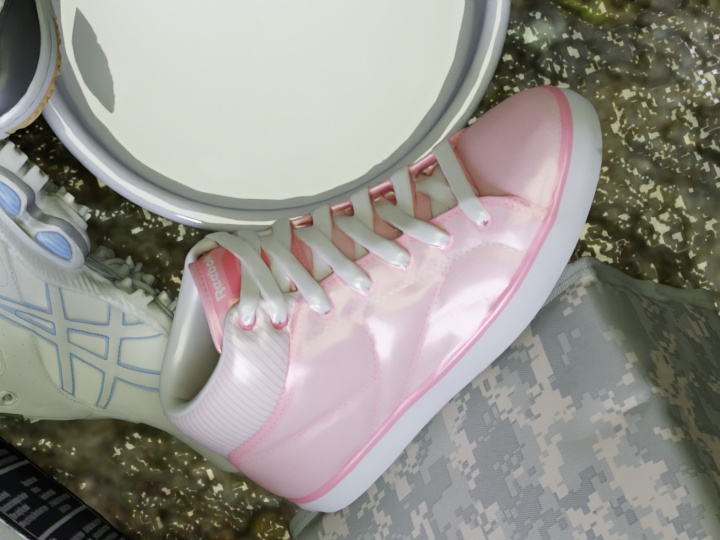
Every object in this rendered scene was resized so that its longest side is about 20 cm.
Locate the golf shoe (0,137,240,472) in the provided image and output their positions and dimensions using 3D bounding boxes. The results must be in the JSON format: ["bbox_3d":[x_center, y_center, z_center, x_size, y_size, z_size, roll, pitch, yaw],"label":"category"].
[{"bbox_3d":[-0.119,0.032,1.098,0.200,0.078,0.097,43,84,-25],"label":"golf shoe"}]

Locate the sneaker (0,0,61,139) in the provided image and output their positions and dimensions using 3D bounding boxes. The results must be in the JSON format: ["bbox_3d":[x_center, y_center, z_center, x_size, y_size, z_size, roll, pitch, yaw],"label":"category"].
[{"bbox_3d":[-0.182,-0.138,1.037,0.075,0.088,0.201,-31,70,7],"label":"sneaker"}]

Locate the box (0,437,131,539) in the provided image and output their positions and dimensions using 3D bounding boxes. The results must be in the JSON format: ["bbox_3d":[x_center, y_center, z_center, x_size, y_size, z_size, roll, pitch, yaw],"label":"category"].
[{"bbox_3d":[-0.136,0.152,1.057,0.198,0.200,0.123,38,89,1],"label":"box"}]

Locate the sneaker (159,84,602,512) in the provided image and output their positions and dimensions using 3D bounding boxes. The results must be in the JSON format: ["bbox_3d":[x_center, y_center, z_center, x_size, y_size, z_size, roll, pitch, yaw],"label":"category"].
[{"bbox_3d":[0.000,0.000,1.036,0.104,0.075,0.200,27,113,-31],"label":"sneaker"}]

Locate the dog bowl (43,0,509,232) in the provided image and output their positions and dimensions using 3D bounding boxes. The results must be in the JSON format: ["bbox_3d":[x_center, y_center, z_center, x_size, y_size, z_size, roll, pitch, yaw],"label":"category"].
[{"bbox_3d":[-0.041,-0.114,1.115,0.199,0.079,0.201,0,89,-1],"label":"dog bowl"}]

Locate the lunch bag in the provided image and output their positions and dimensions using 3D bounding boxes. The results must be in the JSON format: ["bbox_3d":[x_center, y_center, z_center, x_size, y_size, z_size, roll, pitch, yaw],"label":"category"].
[{"bbox_3d":[0.074,0.122,1.077,0.200,0.117,0.165,-39,59,26],"label":"lunch bag"}]
